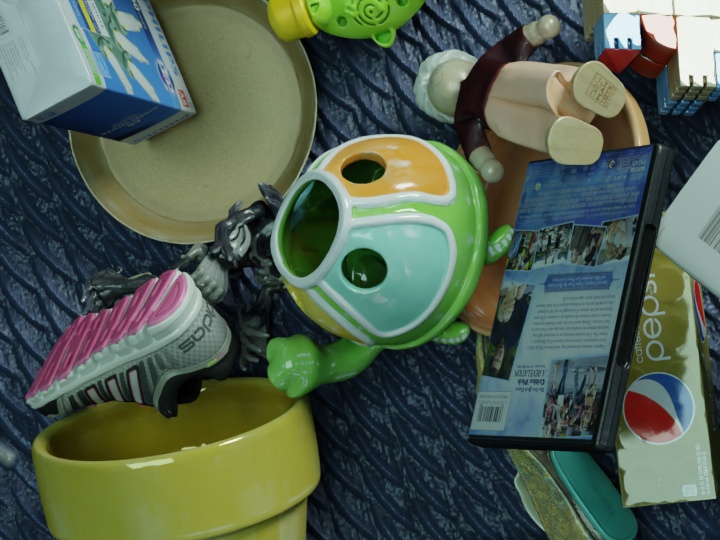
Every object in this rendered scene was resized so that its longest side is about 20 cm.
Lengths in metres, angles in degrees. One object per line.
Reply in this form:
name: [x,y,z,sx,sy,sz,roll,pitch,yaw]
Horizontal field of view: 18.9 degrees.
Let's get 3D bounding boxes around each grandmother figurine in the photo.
grandmother figurine: [0.101,-0.122,1.488,0.061,0.200,0.121,38,79,-29]

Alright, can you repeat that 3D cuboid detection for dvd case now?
dvd case: [0.136,0.019,1.410,0.143,0.018,0.201,-4,69,58]

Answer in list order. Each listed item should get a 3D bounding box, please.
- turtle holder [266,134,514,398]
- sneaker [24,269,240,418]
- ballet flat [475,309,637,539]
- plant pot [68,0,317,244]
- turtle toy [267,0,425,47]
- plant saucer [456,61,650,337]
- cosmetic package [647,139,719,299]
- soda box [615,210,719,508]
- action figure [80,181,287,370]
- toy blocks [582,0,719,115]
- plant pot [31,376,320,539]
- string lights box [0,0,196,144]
turtle holder: [-0.001,-0.011,1.497,0.185,0.131,0.141,-38,59,37]
sneaker: [-0.159,0.071,1.532,0.087,0.074,0.200,42,135,-22]
ballet flat: [0.124,0.123,1.537,0.071,0.071,0.200,-32,78,13]
plant pot: [-0.124,-0.119,1.633,0.199,0.027,0.201,-1,88,17]
turtle toy: [-0.005,-0.255,1.564,0.145,0.101,0.201,-17,84,13]
plant saucer: [0.130,-0.045,1.506,0.200,0.037,0.201,-26,53,42]
cosmetic package: [0.289,0.006,1.407,0.085,0.200,0.108,-55,48,8]
soda box: [0.207,0.061,1.511,0.067,0.064,0.201,-8,85,16]
action figure: [-0.095,0.012,1.576,0.199,0.119,0.102,-20,42,19]
toy blocks: [0.230,-0.169,1.473,0.199,0.100,0.137,2,73,-9]
plant pot: [-0.120,0.193,1.544,0.200,0.201,0.190,-5,102,16]
string lights box: [-0.193,-0.153,1.536,0.059,0.200,0.103,-26,82,14]
